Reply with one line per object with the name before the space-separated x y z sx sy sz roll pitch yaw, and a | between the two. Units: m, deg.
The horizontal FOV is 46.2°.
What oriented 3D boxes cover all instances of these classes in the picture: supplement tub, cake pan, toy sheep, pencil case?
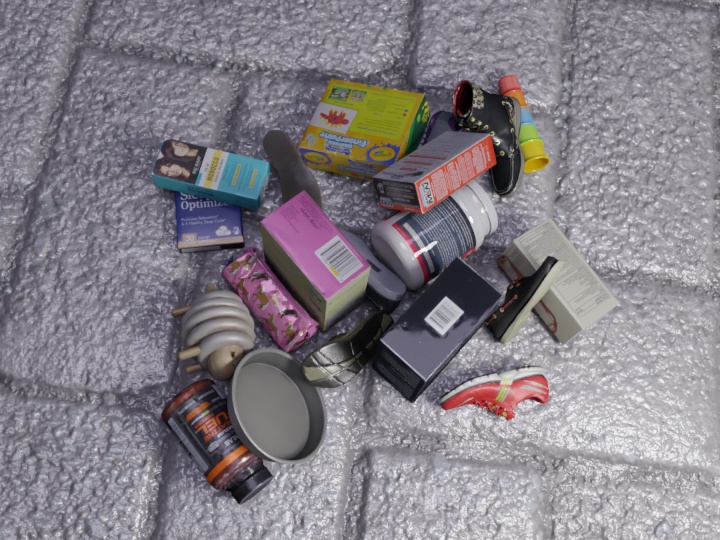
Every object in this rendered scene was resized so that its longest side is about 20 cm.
supplement tub | -0.230 0.283 1.387 0.107 0.107 0.200 -37 77 -16
cake pan | -0.140 0.227 1.394 0.200 0.037 0.201 29 45 -34
toy sheep | -0.247 0.100 1.441 0.138 0.138 0.200 -13 56 -9
pencil case | -0.158 0.053 1.484 0.083 0.087 0.200 -37 79 -12
supplement tub | 0.133 -0.070 1.522 0.200 0.140 0.140 -33 76 -14

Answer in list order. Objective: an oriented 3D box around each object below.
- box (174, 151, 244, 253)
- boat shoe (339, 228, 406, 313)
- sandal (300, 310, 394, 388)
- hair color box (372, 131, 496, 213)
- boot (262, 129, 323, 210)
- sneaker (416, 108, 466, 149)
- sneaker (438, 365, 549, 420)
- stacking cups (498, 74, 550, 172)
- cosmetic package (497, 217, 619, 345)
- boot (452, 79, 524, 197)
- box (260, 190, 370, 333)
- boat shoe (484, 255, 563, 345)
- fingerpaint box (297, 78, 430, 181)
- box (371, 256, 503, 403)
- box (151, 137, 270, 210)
box | -0.285 -0.134 1.573 0.121 0.032 0.201 -6 70 -6
boat shoe | 0.000 0.000 1.526 0.069 0.057 0.200 -16 50 -43
sandal | -0.022 0.140 1.482 0.201 0.057 0.080 -31 106 -31
hair color box | 0.132 -0.176 1.485 0.200 0.111 0.064 -33 120 -31
boot | -0.117 -0.168 1.580 0.073 0.075 0.200 -22 93 7
sneaker | 0.149 -0.223 1.599 0.087 0.074 0.200 6 66 32
sneaker | 0.236 0.221 1.462 0.199 0.077 0.085 -11 77 -8
stacking cups | 0.312 -0.293 1.659 0.060 0.061 0.200 -13 71 -9
cosmetic package | 0.355 0.020 1.529 0.103 0.087 0.200 -28 73 -25
boot | 0.236 -0.248 1.584 0.154 0.073 0.204 13 74 -43
box | -0.079 -0.010 1.453 0.097 0.200 0.176 -37 76 -16
boat shoe | 0.281 0.045 1.470 0.063 0.202 0.074 45 42 18
fingerpaint box | 0.009 -0.261 1.588 0.200 0.073 0.167 14 68 23
box | 0.125 0.105 1.437 0.104 0.182 0.200 41 72 12
box | -0.272 -0.177 1.546 0.199 0.049 0.082 13 69 1
